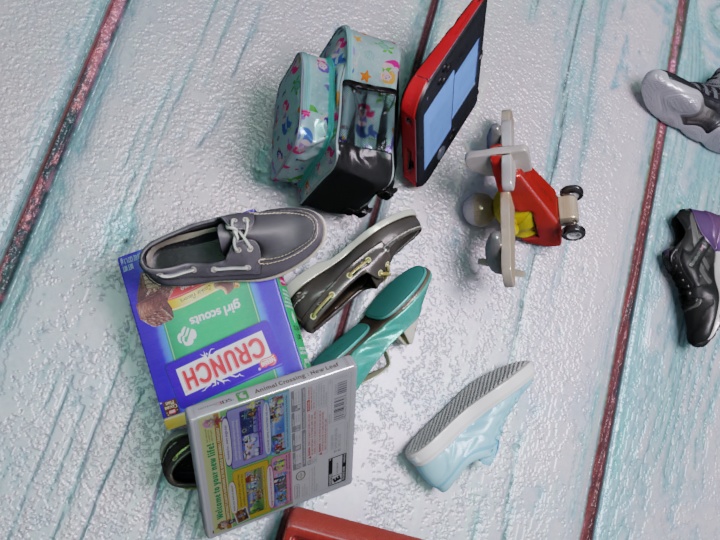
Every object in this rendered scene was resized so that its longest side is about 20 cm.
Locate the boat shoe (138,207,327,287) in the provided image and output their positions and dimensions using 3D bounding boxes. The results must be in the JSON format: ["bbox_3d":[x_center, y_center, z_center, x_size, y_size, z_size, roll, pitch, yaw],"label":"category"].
[{"bbox_3d":[-0.132,-0.023,0.764,0.197,0.063,0.074,-12,82,3],"label":"boat shoe"}]

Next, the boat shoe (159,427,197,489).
[{"bbox_3d":[-0.124,0.197,0.836,0.199,0.061,0.073,-15,107,-16],"label":"boat shoe"}]

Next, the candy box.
[{"bbox_3d":[-0.160,0.057,0.829,0.167,0.077,0.202,-19,85,4],"label":"candy box"}]

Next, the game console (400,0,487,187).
[{"bbox_3d":[0.108,-0.215,0.926,0.031,0.200,0.177,31,71,17],"label":"game console"}]

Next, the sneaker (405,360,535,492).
[{"bbox_3d":[0.150,0.195,0.923,0.199,0.074,0.082,-37,99,-11],"label":"sneaker"}]

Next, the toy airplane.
[{"bbox_3d":[0.187,-0.096,0.949,0.200,0.140,0.201,-34,104,-51],"label":"toy airplane"}]

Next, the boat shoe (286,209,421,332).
[{"bbox_3d":[0.000,0.000,0.904,0.200,0.072,0.061,-35,73,-12],"label":"boat shoe"}]

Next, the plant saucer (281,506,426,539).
[{"bbox_3d":[-0.025,0.361,0.755,0.198,0.037,0.202,3,68,30],"label":"plant saucer"}]

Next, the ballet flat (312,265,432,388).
[{"bbox_3d":[0.025,0.081,0.917,0.200,0.067,0.071,-44,117,-19],"label":"ballet flat"}]

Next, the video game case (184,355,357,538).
[{"bbox_3d":[-0.090,0.193,0.799,0.180,0.202,0.022,-15,41,-22],"label":"video game case"}]

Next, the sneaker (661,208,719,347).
[{"bbox_3d":[0.468,0.008,1.054,0.086,0.076,0.202,14,71,3],"label":"sneaker"}]

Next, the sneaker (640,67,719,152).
[{"bbox_3d":[0.512,-0.268,1.112,0.199,0.075,0.115,29,72,-15],"label":"sneaker"}]

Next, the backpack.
[{"bbox_3d":[-0.027,-0.186,0.890,0.149,0.177,0.202,16,71,-17],"label":"backpack"}]
